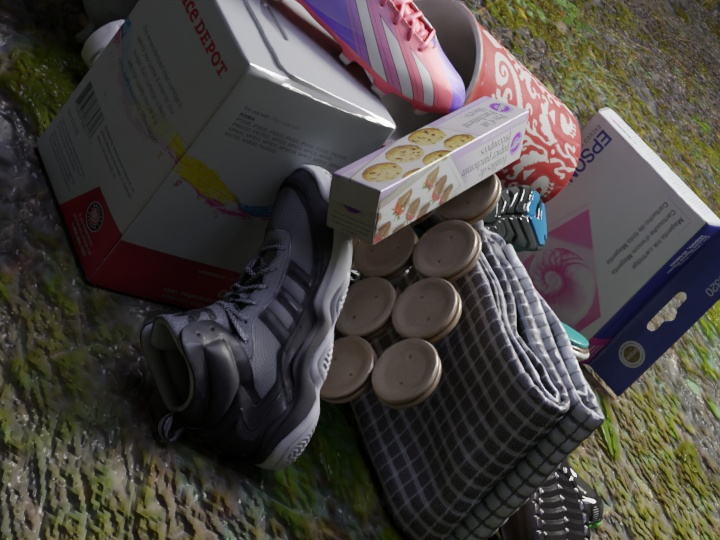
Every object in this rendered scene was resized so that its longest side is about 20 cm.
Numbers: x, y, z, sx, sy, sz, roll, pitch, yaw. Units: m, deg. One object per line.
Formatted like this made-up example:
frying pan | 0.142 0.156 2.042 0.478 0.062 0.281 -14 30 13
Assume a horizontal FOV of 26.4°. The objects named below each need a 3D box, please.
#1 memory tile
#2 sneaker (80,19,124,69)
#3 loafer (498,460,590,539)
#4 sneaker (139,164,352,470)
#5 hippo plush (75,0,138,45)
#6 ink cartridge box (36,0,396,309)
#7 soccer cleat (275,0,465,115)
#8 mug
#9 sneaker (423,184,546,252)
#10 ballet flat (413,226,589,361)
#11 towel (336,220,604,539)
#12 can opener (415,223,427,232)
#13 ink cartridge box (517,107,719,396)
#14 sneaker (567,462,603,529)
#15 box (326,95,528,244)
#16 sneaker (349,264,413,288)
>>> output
memory tile | 0.013 0.008 1.084 0.017 0.152 0.201 52 49 -43
sneaker | -0.137 -0.136 1.259 0.199 0.075 0.082 12 49 -39
loafer | 0.117 0.157 1.145 0.073 0.071 0.202 19 54 -45
sneaker | -0.074 0.022 0.985 0.113 0.202 0.075 14 -7 -34
hippo plush | -0.172 -0.265 1.294 0.199 0.159 0.161 32 26 -22
ink cartridge box | -0.103 -0.096 1.077 0.144 0.200 0.146 16 35 -42
soccer cleat | 0.005 -0.185 1.056 0.199 0.077 0.067 38 24 -14
mug | 0.080 -0.130 1.325 0.199 0.176 0.135 26 55 -50
sneaker | 0.080 -0.043 1.260 0.199 0.081 0.074 20 63 -56
ballet flat | 0.098 0.037 1.293 0.199 0.070 0.069 33 23 15
towel | 0.068 0.078 1.098 0.085 0.166 0.201 14 36 -35
can opener | 0.077 0.005 1.365 0.053 0.067 0.200 -37 76 -29
ink cartridge box | 0.232 -0.013 1.438 0.200 0.197 0.043 48 27 14
sneaker | 0.127 0.119 1.210 0.076 0.084 0.201 0 48 -54
box | 0.048 -0.071 1.032 0.041 0.039 0.199 24 32 27
sneaker | 0.000 0.000 1.215 0.199 0.091 0.077 29 59 -24
